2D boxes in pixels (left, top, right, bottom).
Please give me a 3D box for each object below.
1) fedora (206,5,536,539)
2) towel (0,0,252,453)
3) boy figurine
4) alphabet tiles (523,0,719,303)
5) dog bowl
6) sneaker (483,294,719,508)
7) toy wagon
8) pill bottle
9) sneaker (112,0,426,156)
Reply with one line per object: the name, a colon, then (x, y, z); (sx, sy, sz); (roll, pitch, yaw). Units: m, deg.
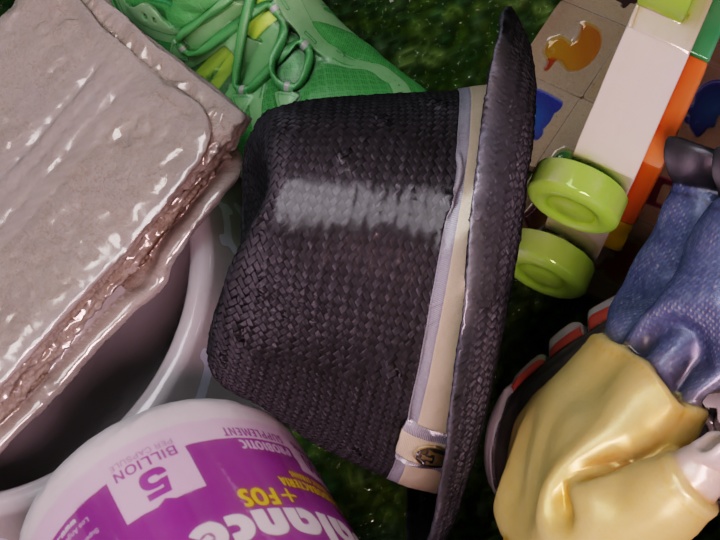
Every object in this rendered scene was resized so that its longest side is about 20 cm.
fedora: (0.000, 0.000, 0.889); (0.091, 0.201, 0.201); (10, 66, -1)
towel: (-0.139, -0.012, 0.999); (0.200, 0.034, 0.132); (-47, 54, -3)
boy figurine: (0.083, 0.059, 0.816); (0.201, 0.064, 0.124); (-65, 18, -2)
alphabet tiles: (0.140, -0.072, 0.988); (0.167, 0.008, 0.200); (27, 78, 33)
dog bowl: (-0.125, 0.023, 1.029); (0.199, 0.059, 0.201); (-10, 61, 19)
sneaker: (0.132, 0.044, 0.869); (0.199, 0.077, 0.082); (-20, 21, 14)
toy wagon: (0.100, -0.080, 0.891); (0.039, 0.200, 0.156); (23, 72, 3)
pill bottle: (-0.030, 0.146, 0.878); (0.112, 0.112, 0.200); (-36, 51, 3)
sneaker: (-0.044, -0.089, 1.033); (0.074, 0.084, 0.200); (-43, 55, -11)
